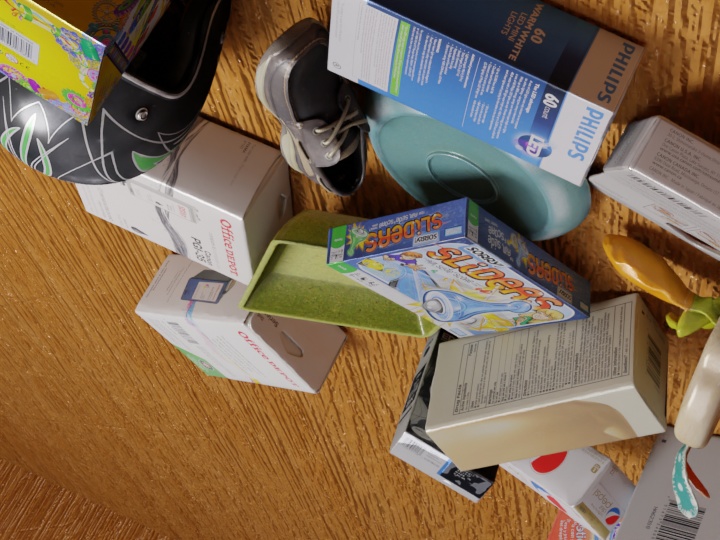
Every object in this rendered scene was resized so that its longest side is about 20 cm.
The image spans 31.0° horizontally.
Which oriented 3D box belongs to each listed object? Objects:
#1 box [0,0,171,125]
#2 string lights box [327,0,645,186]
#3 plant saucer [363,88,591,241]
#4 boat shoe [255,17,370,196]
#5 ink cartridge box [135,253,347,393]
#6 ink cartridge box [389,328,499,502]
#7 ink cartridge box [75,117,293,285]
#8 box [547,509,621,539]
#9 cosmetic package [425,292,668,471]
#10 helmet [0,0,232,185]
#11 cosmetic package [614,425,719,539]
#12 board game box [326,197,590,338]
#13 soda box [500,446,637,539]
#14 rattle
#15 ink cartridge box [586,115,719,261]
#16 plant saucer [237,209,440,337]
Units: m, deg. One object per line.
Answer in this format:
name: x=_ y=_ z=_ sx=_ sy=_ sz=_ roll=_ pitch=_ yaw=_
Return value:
box: x=-0.205 y=-0.240 z=0.825 sx=0.199 sy=0.194 sz=0.122 roll=31 pitch=157 yaw=-6
string lights box: x=0.079 y=-0.142 z=0.873 sx=0.199 sy=0.059 sz=0.103 roll=26 pitch=157 yaw=7
plant saucer: x=0.084 y=-0.080 z=1.014 sx=0.199 sy=0.028 sz=0.200 roll=28 pitch=160 yaw=11
boat shoe: x=-0.025 y=-0.121 z=0.998 sx=0.073 sy=0.074 sz=0.200 roll=42 pitch=171 yaw=19
ink cartridge box: x=-0.136 y=0.060 z=1.485 sx=0.199 sy=0.088 sz=0.145 roll=6 pitch=148 yaw=45
ink cartridge box: x=0.098 y=0.123 z=1.258 sx=0.099 sy=0.201 sz=0.039 roll=29 pitch=128 yaw=-6
ink cartridge box: x=-0.172 y=-0.083 z=1.239 sx=0.199 sy=0.083 sz=0.147 roll=24 pitch=156 yaw=12
box: x=0.291 y=0.365 z=1.609 sx=0.102 sy=0.095 sz=0.200 roll=18 pitch=154 yaw=21
cosmetic package: x=0.162 y=0.100 z=1.130 sx=0.199 sy=0.106 sz=0.071 roll=-16 pitch=132 yaw=31
helmet: x=-0.204 y=-0.159 z=0.985 sx=0.199 sy=0.192 sz=0.200 roll=24 pitch=157 yaw=11
cosmetic package: x=0.346 y=0.297 z=1.280 sx=0.122 sy=0.200 sz=0.200 roll=9 pitch=150 yaw=38
board game box: x=0.085 y=0.003 z=1.069 sx=0.135 sy=0.035 sz=0.199 roll=-12 pitch=154 yaw=36
soda box: x=0.194 y=0.196 z=1.339 sx=0.068 sy=0.064 sz=0.200 roll=46 pitch=171 yaw=-33
rattle: x=0.238 y=0.090 z=1.038 sx=0.142 sy=0.131 sz=0.201 roll=13 pitch=135 yaw=6
ink cartridge box: x=0.262 y=-0.036 z=0.902 sx=0.199 sy=0.045 sz=0.176 roll=30 pitch=-178 yaw=-1
plant saucer: x=0.000 y=0.000 z=1.199 sx=0.198 sy=0.048 sz=0.200 roll=10 pitch=159 yaw=-12
